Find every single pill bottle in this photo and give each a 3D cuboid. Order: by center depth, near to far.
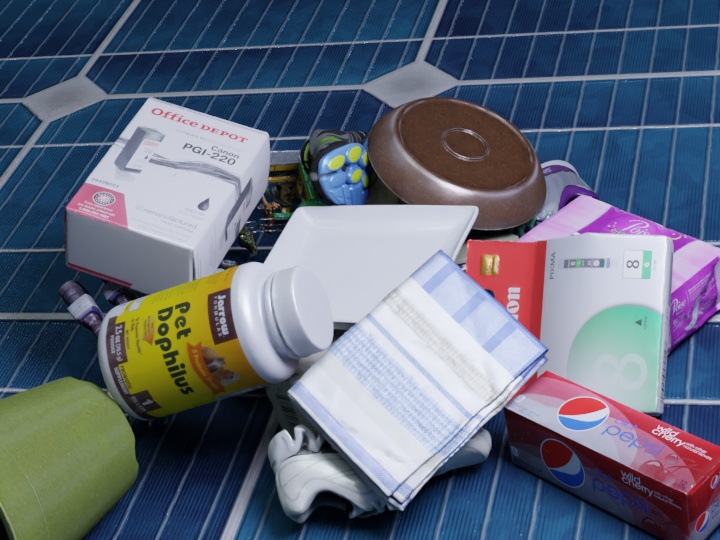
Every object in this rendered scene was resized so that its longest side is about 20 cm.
[{"bbox_3d":[-0.128,0.059,1.415,0.198,0.110,0.110,-18,30,21],"label":"pill bottle"}]

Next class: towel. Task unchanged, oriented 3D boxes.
[{"bbox_3d":[0.050,0.093,1.377,0.147,0.024,0.200,43,73,16],"label":"towel"}]

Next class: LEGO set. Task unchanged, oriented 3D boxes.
[{"bbox_3d":[-0.130,-0.052,1.753,0.198,0.117,0.155,-10,51,-22],"label":"LEGO set"}]

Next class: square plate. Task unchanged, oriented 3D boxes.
[{"bbox_3d":[0.000,0.000,1.519,0.196,0.029,0.201,0,34,21],"label":"square plate"}]

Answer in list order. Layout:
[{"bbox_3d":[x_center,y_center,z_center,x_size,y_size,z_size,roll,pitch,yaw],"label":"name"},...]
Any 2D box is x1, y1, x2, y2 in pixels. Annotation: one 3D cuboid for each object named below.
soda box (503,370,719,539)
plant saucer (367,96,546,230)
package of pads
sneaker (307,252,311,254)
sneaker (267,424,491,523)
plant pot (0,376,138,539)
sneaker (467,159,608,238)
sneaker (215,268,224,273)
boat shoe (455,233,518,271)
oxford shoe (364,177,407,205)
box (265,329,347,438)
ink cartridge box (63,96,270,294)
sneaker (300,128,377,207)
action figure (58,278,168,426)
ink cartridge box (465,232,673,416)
[{"bbox_3d":[0.217,0.159,1.344,0.063,0.071,0.199,-35,40,-31],"label":"soda box"},{"bbox_3d":[0.106,-0.121,1.654,0.198,0.035,0.202,12,41,-10],"label":"plant saucer"},{"bbox_3d":[0.255,0.001,1.561,0.120,0.076,0.199,-35,40,-28],"label":"package of pads"},{"bbox_3d":[-0.061,0.028,1.605,0.073,0.088,0.200,9,39,30],"label":"sneaker"},{"bbox_3d":[0.020,0.177,1.390,0.197,0.075,0.082,-7,58,-4],"label":"sneaker"},{"bbox_3d":[-0.297,0.187,1.379,0.198,0.203,0.189,13,27,32],"label":"plant pot"},{"bbox_3d":[0.168,-0.057,1.679,0.198,0.075,0.087,-25,41,-21],"label":"sneaker"},{"bbox_3d":[-0.160,0.046,1.598,0.084,0.073,0.200,25,12,-25],"label":"sneaker"},{"bbox_3d":[0.076,0.014,1.612,0.200,0.064,0.074,-22,15,-18],"label":"boat shoe"},{"bbox_3d":[0.034,-0.072,1.760,0.073,0.071,0.201,-29,29,10],"label":"oxford shoe"},{"bbox_3d":[0.009,0.085,1.496,0.199,0.083,0.068,-33,22,-27],"label":"box"},{"bbox_3d":[-0.194,-0.074,1.612,0.144,0.085,0.201,17,43,10],"label":"ink cartridge box"},{"bbox_3d":[-0.028,-0.110,1.679,0.082,0.072,0.200,5,14,8],"label":"sneaker"},{"bbox_3d":[-0.224,0.078,1.561,0.129,0.070,0.201,-33,51,0],"label":"action figure"},{"bbox_3d":[0.184,0.047,1.456,0.197,0.050,0.163,2,80,17],"label":"ink cartridge box"}]
